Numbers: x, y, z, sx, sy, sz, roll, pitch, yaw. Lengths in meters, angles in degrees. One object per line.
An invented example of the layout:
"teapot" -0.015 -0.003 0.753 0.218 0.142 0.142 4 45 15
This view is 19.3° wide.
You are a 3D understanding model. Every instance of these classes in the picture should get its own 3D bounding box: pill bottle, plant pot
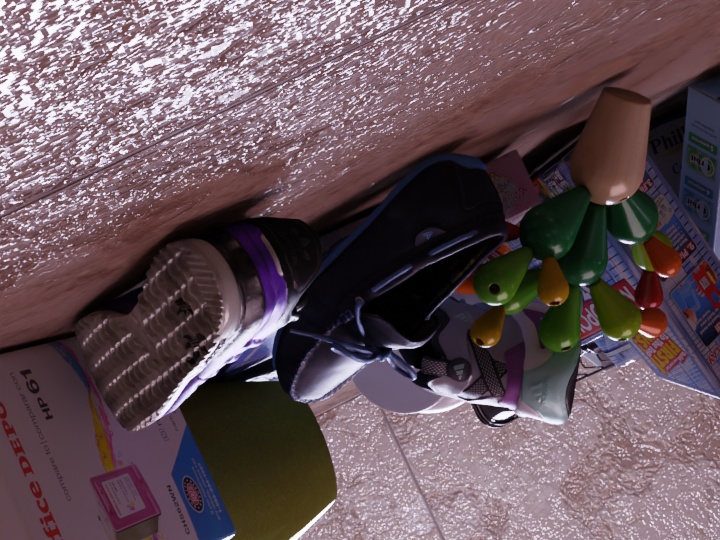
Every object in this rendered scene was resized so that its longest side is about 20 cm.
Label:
"pill bottle" 0.061 0.042 1.597 0.112 0.114 0.200 -28 -179 22
"plant pot" -0.124 0.153 1.444 0.199 0.188 0.187 -22 173 -17

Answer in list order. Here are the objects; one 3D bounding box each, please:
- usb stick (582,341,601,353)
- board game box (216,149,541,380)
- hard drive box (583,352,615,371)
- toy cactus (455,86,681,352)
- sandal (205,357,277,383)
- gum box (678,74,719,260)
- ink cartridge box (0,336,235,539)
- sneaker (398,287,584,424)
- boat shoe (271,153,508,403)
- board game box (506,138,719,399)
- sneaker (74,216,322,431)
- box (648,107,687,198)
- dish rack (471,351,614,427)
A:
"usb stick" 0.262 0.013 1.680 0.199 0.033 0.055 -28 -178 26
"board game box" 0.000 0.000 1.392 0.198 0.044 0.200 -25 174 -16
"hard drive box" 0.238 -0.001 1.917 0.155 0.077 0.200 -25 -160 -9
"toy cactus" 0.137 -0.032 1.297 0.199 0.166 0.102 -2 -156 -40
"sandal" -0.108 0.067 1.561 0.199 0.048 0.075 -15 179 15
"gum box" 0.306 -0.059 1.541 0.169 0.201 0.044 -20 -145 -29
"ink cartridge box" -0.173 0.121 1.190 0.084 0.145 0.200 -28 174 25
"sneaker" 0.076 0.040 1.414 0.139 0.078 0.200 10 -171 4
"boat shoe" 0.012 0.018 1.240 0.084 0.069 0.200 -5 142 -40
"board game box" 0.186 0.009 1.481 0.062 0.200 0.200 -41 180 -22
"sneaker" -0.078 0.024 1.126 0.099 0.070 0.200 -25 175 -32
"box" 0.251 -0.059 1.674 0.183 0.106 0.200 -24 174 -24
"dish rack" 0.165 0.025 1.768 0.199 0.154 0.055 -22 177 -19
